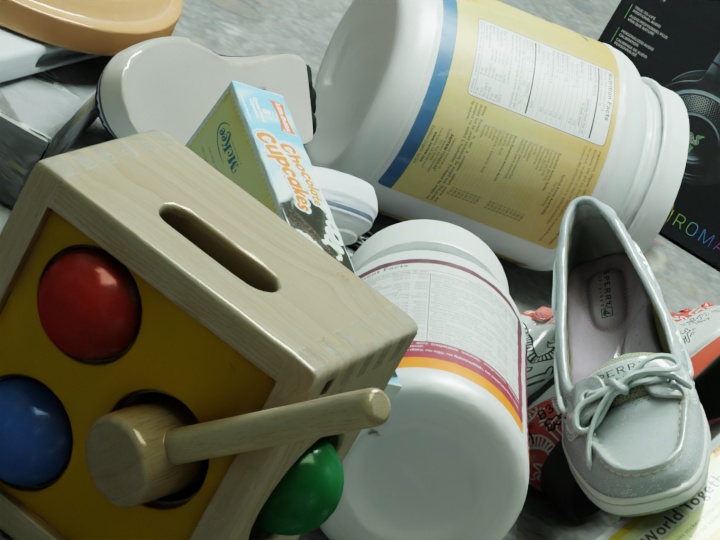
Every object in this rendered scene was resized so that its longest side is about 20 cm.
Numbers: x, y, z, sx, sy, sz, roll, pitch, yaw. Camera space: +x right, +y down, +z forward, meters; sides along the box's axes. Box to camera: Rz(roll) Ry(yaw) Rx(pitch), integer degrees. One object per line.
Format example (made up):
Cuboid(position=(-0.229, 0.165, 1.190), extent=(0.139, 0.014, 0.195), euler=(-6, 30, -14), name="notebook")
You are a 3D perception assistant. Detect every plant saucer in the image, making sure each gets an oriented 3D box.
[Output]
Cuboid(position=(-0.188, -0.188, 1.598), extent=(0.200, 0.032, 0.200), euler=(26, 23, -12), name="plant saucer")

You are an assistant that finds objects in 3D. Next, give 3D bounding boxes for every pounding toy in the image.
Cuboid(position=(-0.076, 0.055, 1.228), extent=(0.200, 0.184, 0.142), euler=(37, 25, 16), name="pounding toy")

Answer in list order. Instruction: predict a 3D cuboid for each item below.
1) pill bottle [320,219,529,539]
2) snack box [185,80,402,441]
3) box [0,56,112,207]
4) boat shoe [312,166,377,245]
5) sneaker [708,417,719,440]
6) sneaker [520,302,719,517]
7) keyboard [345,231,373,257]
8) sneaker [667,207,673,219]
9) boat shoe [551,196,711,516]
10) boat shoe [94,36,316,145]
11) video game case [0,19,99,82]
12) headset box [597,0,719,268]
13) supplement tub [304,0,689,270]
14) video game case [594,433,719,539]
Cuboid(position=(0.029, 0.057, 1.435), extent=(0.109, 0.110, 0.200), euler=(25, 24, -9), name="pill bottle")
Cuboid(position=(-0.053, 0.018, 1.373), extent=(0.037, 0.116, 0.200), euler=(16, 36, -36), name="snack box")
Cuboid(position=(-0.219, -0.123, 1.588), extent=(0.158, 0.048, 0.200), euler=(29, 24, 0), name="box")
Cuboid(position=(-0.079, -0.018, 1.528), extent=(0.199, 0.074, 0.067), euler=(3, 74, -31), name="boat shoe")
Cuboid(position=(0.183, 0.106, 1.588), extent=(0.082, 0.070, 0.200), euler=(1, 31, -6), name="sneaker")
Cuboid(position=(0.149, 0.043, 1.559), extent=(0.201, 0.067, 0.108), euler=(-33, 53, -24), name="sneaker")
Cuboid(position=(0.000, 0.000, 1.626), extent=(0.200, 0.021, 0.127), euler=(28, 24, -6), name="keyboard")
Cuboid(position=(0.118, -0.085, 1.881), extent=(0.200, 0.070, 0.090), euler=(35, 12, 8), name="sneaker")
Cuboid(position=(0.130, 0.044, 1.456), extent=(0.202, 0.074, 0.065), euler=(-92, 163, -51), name="boat shoe")
Cuboid(position=(-0.109, -0.086, 1.583), extent=(0.092, 0.075, 0.200), euler=(-8, -4, 29), name="boat shoe")
Cuboid(position=(-0.231, -0.176, 1.591), extent=(0.200, 0.023, 0.182), euler=(36, 24, 15), name="video game case")
Cuboid(position=(0.246, -0.126, 1.926), extent=(0.174, 0.200, 0.093), euler=(33, 24, 7), name="headset box")
Cuboid(position=(0.082, -0.085, 1.729), extent=(0.199, 0.145, 0.145), euler=(20, 25, -21), name="supplement tub")
Cuboid(position=(0.192, 0.168, 1.360), extent=(0.182, 0.023, 0.200), euler=(31, 51, 31), name="video game case")
